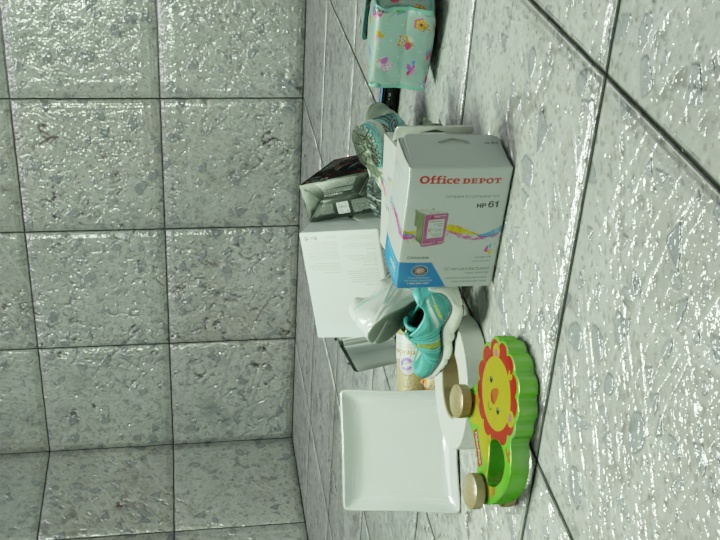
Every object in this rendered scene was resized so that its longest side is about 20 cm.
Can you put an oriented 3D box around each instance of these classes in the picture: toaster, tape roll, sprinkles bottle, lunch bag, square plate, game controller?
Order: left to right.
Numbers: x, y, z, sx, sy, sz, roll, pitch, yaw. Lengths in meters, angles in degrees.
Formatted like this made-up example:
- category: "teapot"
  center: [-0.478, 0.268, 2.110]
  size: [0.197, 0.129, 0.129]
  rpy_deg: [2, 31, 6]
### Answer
- category: "toaster"
  center: [0.008, 0.082, 2.110]
  size: [0.200, 0.117, 0.183]
  rpy_deg: [66, -165, -63]
- category: "game controller"
  center: [0.048, -0.337, 2.126]
  size: [0.105, 0.042, 0.201]
  rpy_deg: [-104, 16, -50]
- category: "lunch bag"
  center: [0.065, -0.432, 1.784]
  size: [0.171, 0.121, 0.201]
  rpy_deg: [96, 176, -49]
- category: "square plate"
  center: [0.066, 0.295, 1.736]
  size: [0.028, 0.198, 0.200]
  rpy_deg: [3, -94, -74]
- category: "sprinkles bottle"
  center: [0.095, 0.158, 1.851]
  size: [0.068, 0.067, 0.202]
  rpy_deg: [-147, 56, -78]
- category: "tape roll"
  center: [0.152, 0.170, 1.603]
  size: [0.203, 0.037, 0.205]
  rpy_deg: [179, 90, -81]

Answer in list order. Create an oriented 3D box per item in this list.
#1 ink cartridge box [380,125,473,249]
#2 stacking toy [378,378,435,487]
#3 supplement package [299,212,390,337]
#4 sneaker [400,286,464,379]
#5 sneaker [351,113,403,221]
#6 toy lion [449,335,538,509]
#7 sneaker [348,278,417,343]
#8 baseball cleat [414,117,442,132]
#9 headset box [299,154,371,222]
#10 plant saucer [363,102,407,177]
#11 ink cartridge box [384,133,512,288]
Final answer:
- category: "ink cartridge box"
  center: [0.104, -0.122, 1.573]
  size: [0.125, 0.127, 0.202]
  rpy_deg: [-118, 29, -70]
- category: "stacking toy"
  center: [0.104, 0.264, 1.784]
  size: [0.110, 0.115, 0.202]
  rpy_deg: [-96, 21, -72]
- category: "supplement package"
  center: [0.000, 0.000, 1.908]
  size: [0.151, 0.150, 0.202]
  rpy_deg: [-47, -49, -61]
- category: "sneaker"
  center: [0.098, 0.086, 1.574]
  size: [0.201, 0.079, 0.078]
  rpy_deg: [99, 166, -46]
- category: "sneaker"
  center: [0.057, -0.154, 1.673]
  size: [0.077, 0.086, 0.201]
  rpy_deg: [26, 140, 46]
- category: "toy lion"
  center: [0.184, 0.194, 1.377]
  size: [0.192, 0.068, 0.202]
  rpy_deg: [123, 144, -61]
- category: "sneaker"
  center: [0.070, 0.035, 1.607]
  size: [0.080, 0.199, 0.071]
  rpy_deg: [42, 145, 36]
- category: "baseball cleat"
  center: [0.113, -0.173, 1.732]
  size: [0.200, 0.069, 0.108]
  rpy_deg: [86, 174, -78]
- category: "headset box"
  center: [-0.003, -0.163, 1.934]
  size: [0.200, 0.147, 0.076]
  rpy_deg: [-46, -56, -61]
- category: "plant saucer"
  center: [0.067, -0.201, 1.864]
  size: [0.200, 0.050, 0.202]
  rpy_deg: [36, -131, -57]
- category: "ink cartridge box"
  center: [0.117, -0.080, 1.447]
  size: [0.085, 0.143, 0.202]
  rpy_deg: [-105, 16, -53]
